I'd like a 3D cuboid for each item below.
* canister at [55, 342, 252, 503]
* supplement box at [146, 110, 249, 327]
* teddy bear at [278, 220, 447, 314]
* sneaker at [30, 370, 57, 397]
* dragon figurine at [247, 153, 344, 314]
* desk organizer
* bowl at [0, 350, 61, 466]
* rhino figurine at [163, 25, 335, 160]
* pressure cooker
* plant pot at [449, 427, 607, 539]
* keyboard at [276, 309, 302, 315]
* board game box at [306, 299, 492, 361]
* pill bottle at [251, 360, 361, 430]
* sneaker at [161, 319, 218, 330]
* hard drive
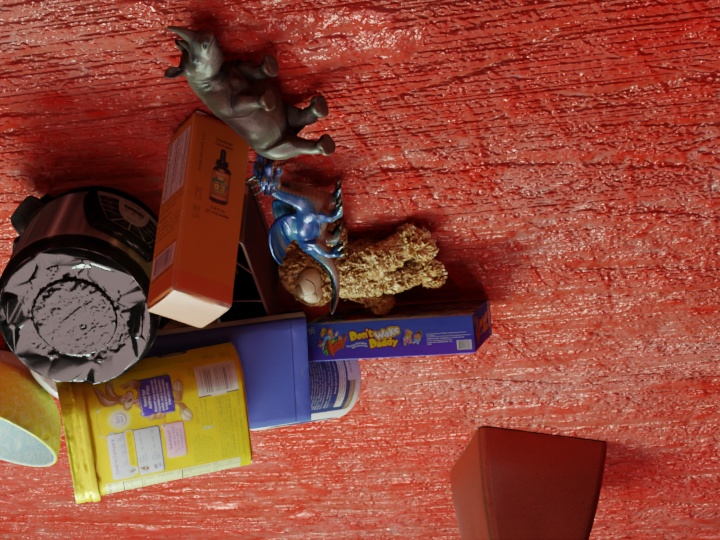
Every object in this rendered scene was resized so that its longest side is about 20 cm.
[{"bbox_3d":[-0.226,0.165,1.561,0.198,0.087,0.150,-10,113,-13],"label":"canister"},{"bbox_3d":[-0.158,-0.051,1.397,0.066,0.202,0.069,19,151,-27],"label":"supplement box"},{"bbox_3d":[0.000,0.000,1.608,0.198,0.067,0.145,2,149,2],"label":"teddy bear"},{"bbox_3d":[-0.386,0.158,1.942,0.088,0.076,0.199,-6,153,41],"label":"sneaker"},{"bbox_3d":[-0.067,-0.045,1.508,0.098,0.059,0.201,-2,132,-1],"label":"dragon figurine"},{"bbox_3d":[-0.141,-0.014,1.588,0.071,0.078,0.200,-1,151,8],"label":"desk organizer"},{"bbox_3d":[-0.485,0.174,1.920,0.198,0.108,0.201,16,153,8],"label":"bowl"},{"bbox_3d":[-0.112,-0.167,1.328,0.087,0.060,0.200,-7,148,40],"label":"rhino figurine"},{"bbox_3d":[-0.292,0.005,1.526,0.177,0.200,0.177,-6,114,3],"label":"pressure cooker"},{"bbox_3d":[0.247,0.363,2.116,0.198,0.178,0.200,7,150,-7],"label":"plant pot"},{"bbox_3d":[-0.163,0.079,1.780,0.199,0.040,0.104,-23,169,28],"label":"keyboard"},{"bbox_3d":[0.048,0.071,1.681,0.198,0.045,0.134,-4,-175,14],"label":"board game box"},{"bbox_3d":[-0.104,0.137,1.752,0.199,0.112,0.111,-3,163,-45],"label":"pill bottle"},{"bbox_3d":[-0.246,0.073,1.780,0.198,0.076,0.088,-3,162,27],"label":"sneaker"},{"bbox_3d":[-0.157,0.124,1.624,0.198,0.025,0.133,-7,113,-12],"label":"hard drive"}]
